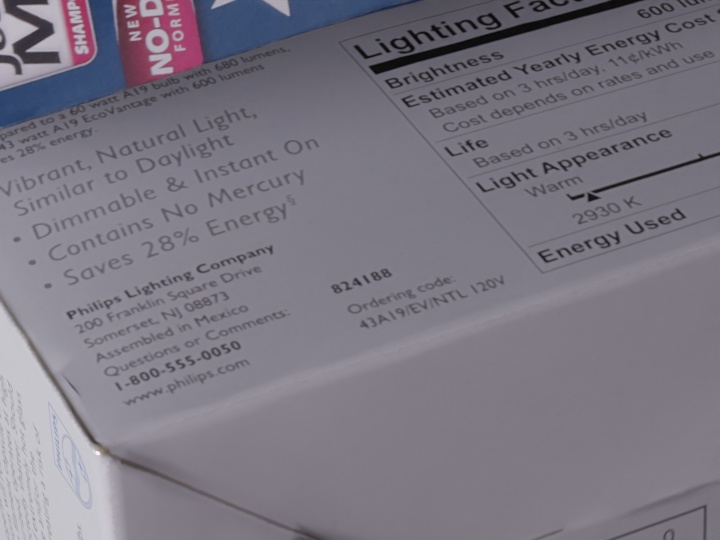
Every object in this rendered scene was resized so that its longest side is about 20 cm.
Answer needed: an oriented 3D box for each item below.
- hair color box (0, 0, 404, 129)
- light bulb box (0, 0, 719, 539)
[{"bbox_3d":[-0.009,-0.095,0.574,0.100,0.200,0.061,39,144,56],"label":"hair color box"},{"bbox_3d":[0.000,0.000,0.650,0.200,0.198,0.125,-130,29,-48],"label":"light bulb box"}]
